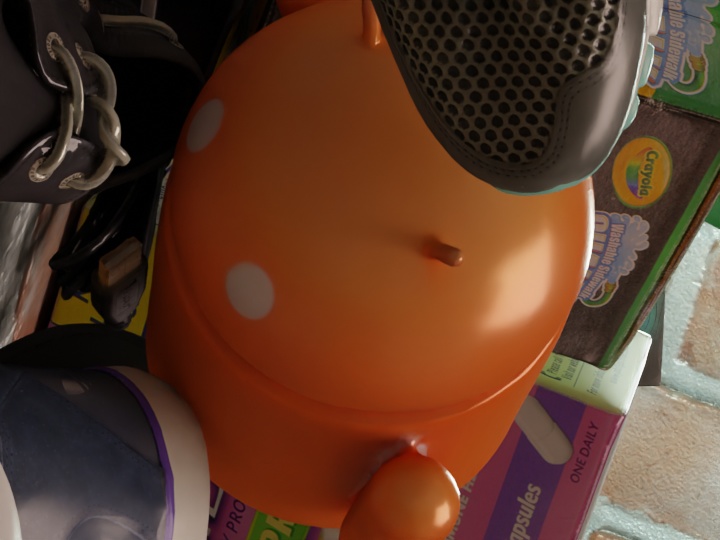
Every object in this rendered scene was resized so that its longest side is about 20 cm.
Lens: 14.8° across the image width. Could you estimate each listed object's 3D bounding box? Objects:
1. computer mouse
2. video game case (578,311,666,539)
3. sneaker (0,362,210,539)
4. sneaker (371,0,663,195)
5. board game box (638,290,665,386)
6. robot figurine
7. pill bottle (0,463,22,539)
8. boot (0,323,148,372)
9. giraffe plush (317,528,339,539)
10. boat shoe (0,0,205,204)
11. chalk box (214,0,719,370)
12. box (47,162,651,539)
[{"bbox_3d":[-0.065,-0.067,0.842,0.200,0.046,0.141,122,-16,-64],"label":"computer mouse"},{"bbox_3d":[0.011,0.043,1.147,0.182,0.199,0.046,-63,178,-47],"label":"video game case"},{"bbox_3d":[-0.112,0.123,0.723,0.146,0.080,0.202,-5,102,-48],"label":"sneaker"},{"bbox_3d":[0.016,-0.109,0.613,0.091,0.077,0.201,-40,121,-63],"label":"sneaker"},{"bbox_3d":[0.032,-0.021,1.098,0.028,0.199,0.136,-166,-103,-64],"label":"board game box"},{"bbox_3d":[-0.001,-0.002,0.758,0.144,0.116,0.200,-59,176,-23],"label":"robot figurine"},{"bbox_3d":[-0.122,0.083,0.531,0.201,0.109,0.110,104,9,-49],"label":"pill bottle"},{"bbox_3d":[-0.128,0.128,0.892,0.200,0.069,0.175,-57,171,-36],"label":"boot"},{"bbox_3d":[-0.039,0.199,0.887,0.162,0.171,0.202,-53,148,-67],"label":"giraffe plush"},{"bbox_3d":[-0.079,-0.051,0.676,0.200,0.062,0.073,-22,131,-83],"label":"boat shoe"},{"bbox_3d":[0.055,-0.063,0.901,0.125,0.199,0.124,116,-14,-46],"label":"chalk box"},{"bbox_3d":[-0.020,0.079,0.993,0.097,0.199,0.177,-50,161,-71],"label":"box"}]
